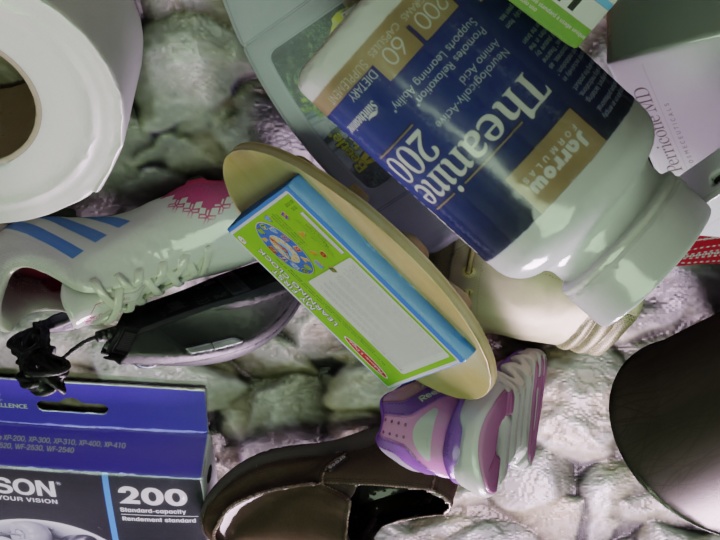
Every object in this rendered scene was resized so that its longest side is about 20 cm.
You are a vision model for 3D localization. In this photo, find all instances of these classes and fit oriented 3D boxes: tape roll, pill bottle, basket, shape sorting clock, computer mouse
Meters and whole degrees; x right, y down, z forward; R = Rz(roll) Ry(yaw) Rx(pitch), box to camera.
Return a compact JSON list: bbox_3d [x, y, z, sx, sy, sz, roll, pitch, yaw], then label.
[{"bbox_3d":[-0.225,-0.118,1.157,0.202,0.071,0.203,3,137,3],"label":"tape roll"},{"bbox_3d":[0.075,-0.068,1.019,0.200,0.111,0.111,42,131,-3],"label":"pill bottle"},{"bbox_3d":[0.280,0.065,1.217,0.180,0.136,0.200,12,149,-28],"label":"basket"},{"bbox_3d":[0.000,0.000,1.159,0.200,0.039,0.200,35,158,16],"label":"shape sorting clock"},{"bbox_3d":[-0.127,0.040,1.297,0.199,0.140,0.046,-21,104,-16],"label":"computer mouse"}]

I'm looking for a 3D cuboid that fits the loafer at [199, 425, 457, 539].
[{"bbox_3d":[-0.021,0.160,1.414,0.199,0.071,0.073,-22,134,15],"label":"loafer"}]

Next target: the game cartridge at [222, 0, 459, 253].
[{"bbox_3d":[0.019,-0.110,1.101,0.133,0.041,0.200,-32,105,26],"label":"game cartridge"}]

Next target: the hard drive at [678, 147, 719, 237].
[{"bbox_3d":[0.272,-0.045,1.063,0.199,0.026,0.132,4,159,-23],"label":"hard drive"}]

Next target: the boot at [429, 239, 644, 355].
[{"bbox_3d":[0.102,-0.027,1.214,0.155,0.073,0.200,8,132,-7],"label":"boot"}]

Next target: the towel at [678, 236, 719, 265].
[{"bbox_3d":[0.264,-0.041,1.143,0.144,0.023,0.200,-2,160,-7],"label":"towel"}]

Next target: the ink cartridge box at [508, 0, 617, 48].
[{"bbox_3d":[0.103,-0.228,0.930,0.148,0.076,0.200,31,109,-31],"label":"ink cartridge box"}]

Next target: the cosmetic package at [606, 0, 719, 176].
[{"bbox_3d":[0.241,-0.124,1.090,0.199,0.071,0.102,-13,135,21],"label":"cosmetic package"}]

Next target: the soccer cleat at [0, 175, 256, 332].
[{"bbox_3d":[-0.139,-0.001,1.260,0.199,0.087,0.070,-9,135,16],"label":"soccer cleat"}]

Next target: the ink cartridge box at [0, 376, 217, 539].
[{"bbox_3d":[-0.203,0.157,1.475,0.197,0.043,0.200,3,136,4],"label":"ink cartridge box"}]

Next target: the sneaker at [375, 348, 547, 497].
[{"bbox_3d":[0.064,0.089,1.289,0.088,0.200,0.081,6,95,17],"label":"sneaker"}]
